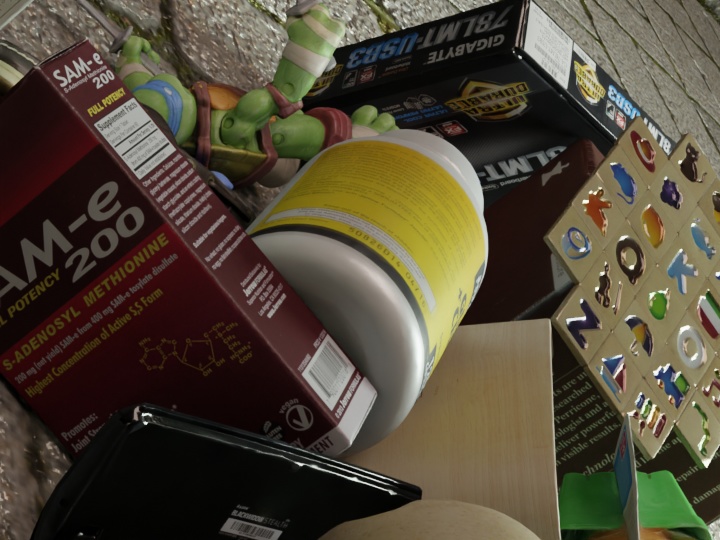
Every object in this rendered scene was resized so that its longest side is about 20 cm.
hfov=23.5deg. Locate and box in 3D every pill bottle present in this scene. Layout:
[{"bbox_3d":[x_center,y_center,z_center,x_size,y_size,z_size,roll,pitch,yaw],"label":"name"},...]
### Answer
[{"bbox_3d":[0.000,0.000,0.851,0.112,0.112,0.200,50,28,-8],"label":"pill bottle"}]

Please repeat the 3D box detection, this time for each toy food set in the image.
[{"bbox_3d":[0.027,0.087,0.861,0.200,0.143,0.061,-78,162,-67],"label":"toy food set"}]

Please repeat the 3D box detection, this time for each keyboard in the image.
[{"bbox_3d":[-0.061,0.106,0.700,0.040,0.104,0.200,39,8,39],"label":"keyboard"}]

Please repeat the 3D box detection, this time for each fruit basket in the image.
[{"bbox_3d":[0.134,0.207,0.904,0.200,0.094,0.185,-77,167,-52],"label":"fruit basket"}]

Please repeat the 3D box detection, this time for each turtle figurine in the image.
[{"bbox_3d":[-0.065,-0.118,0.976,0.194,0.144,0.200,22,40,-61],"label":"turtle figurine"}]

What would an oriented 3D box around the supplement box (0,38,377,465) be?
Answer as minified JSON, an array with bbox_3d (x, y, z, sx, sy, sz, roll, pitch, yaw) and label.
[{"bbox_3d":[-0.099,0.015,0.737,0.200,0.109,0.061,50,21,-6],"label":"supplement box"}]

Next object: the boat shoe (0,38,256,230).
[{"bbox_3d":[-0.121,-0.050,0.827,0.200,0.073,0.065,47,50,-42],"label":"boat shoe"}]

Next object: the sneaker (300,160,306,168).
[{"bbox_3d":[0.020,-0.020,1.100,0.085,0.077,0.200,46,22,-34],"label":"sneaker"}]

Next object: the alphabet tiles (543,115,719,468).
[{"bbox_3d":[0.179,0.010,1.005,0.167,0.006,0.200,54,46,-13],"label":"alphabet tiles"}]

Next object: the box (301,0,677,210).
[{"bbox_3d":[0.083,-0.095,1.177,0.198,0.200,0.050,38,54,-40],"label":"box"}]

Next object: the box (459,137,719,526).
[{"bbox_3d":[0.148,0.061,1.112,0.200,0.164,0.166,45,23,-20],"label":"box"}]

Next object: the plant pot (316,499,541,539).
[{"bbox_3d":[0.034,0.191,0.656,0.200,0.200,0.184,43,13,-25],"label":"plant pot"}]

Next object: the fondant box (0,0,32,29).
[{"bbox_3d":[-0.157,-0.138,0.723,0.058,0.200,0.144,48,21,-18],"label":"fondant box"}]
